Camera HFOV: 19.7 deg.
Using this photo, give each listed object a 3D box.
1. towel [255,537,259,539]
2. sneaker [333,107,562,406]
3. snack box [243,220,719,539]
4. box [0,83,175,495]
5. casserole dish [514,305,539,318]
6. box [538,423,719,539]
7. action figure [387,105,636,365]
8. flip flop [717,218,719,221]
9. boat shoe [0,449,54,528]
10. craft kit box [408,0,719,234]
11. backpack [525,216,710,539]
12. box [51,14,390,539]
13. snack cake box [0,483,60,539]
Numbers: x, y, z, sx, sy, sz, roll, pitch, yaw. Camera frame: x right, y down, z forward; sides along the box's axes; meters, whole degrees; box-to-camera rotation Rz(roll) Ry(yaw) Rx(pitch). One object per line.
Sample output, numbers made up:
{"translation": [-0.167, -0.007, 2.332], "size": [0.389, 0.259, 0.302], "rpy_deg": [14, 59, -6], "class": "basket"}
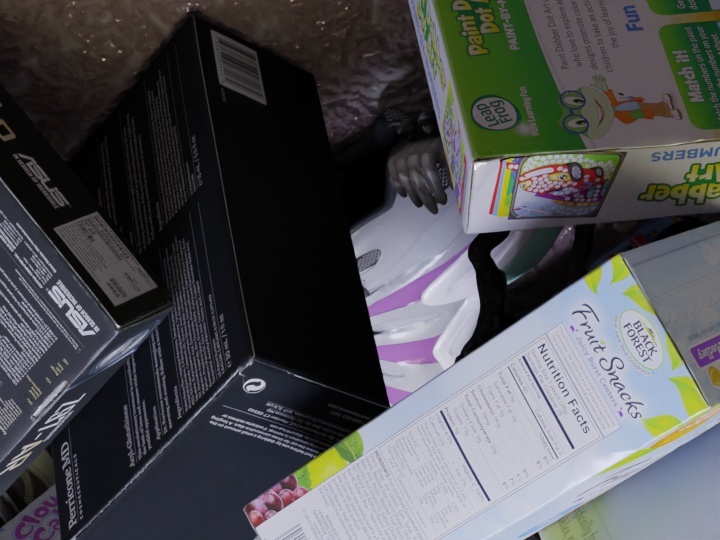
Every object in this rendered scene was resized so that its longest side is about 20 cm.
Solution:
{"translation": [0.015, 0.178, 1.222], "size": [0.170, 0.048, 0.200], "rpy_deg": [-26, 136, 11], "class": "towel"}
{"translation": [0.000, 0.000, 1.011], "size": [0.139, 0.078, 0.201], "rpy_deg": [13, 123, -22], "class": "sneaker"}
{"translation": [0.079, 0.056, 0.807], "size": [0.200, 0.068, 0.168], "rpy_deg": [-38, 168, 33], "class": "snack box"}
{"translation": [-0.193, -0.009, 0.878], "size": [0.160, 0.200, 0.043], "rpy_deg": [-46, 170, 31], "class": "box"}
{"translation": [0.107, 0.093, 1.121], "size": [0.120, 0.039, 0.201], "rpy_deg": [-14, 121, -9], "class": "casserole dish"}
{"translation": [0.198, 0.112, 0.853], "size": [0.200, 0.199, 0.131], "rpy_deg": [-44, 107, 8], "class": "box"}
{"translation": [0.080, -0.044, 0.900], "size": [0.118, 0.102, 0.202], "rpy_deg": [4, 111, 18], "class": "action figure"}
{"translation": [0.238, -0.014, 0.994], "size": [0.058, 0.200, 0.081], "rpy_deg": [-46, 104, -14], "class": "flip flop"}
{"translation": [-0.234, 0.093, 1.060], "size": [0.199, 0.065, 0.073], "rpy_deg": [30, 125, -35], "class": "boat shoe"}
{"translation": [0.120, -0.106, 0.823], "size": [0.196, 0.201, 0.049], "rpy_deg": [-3, 138, -9], "class": "craft kit box"}
{"translation": [0.171, 0.097, 1.023], "size": [0.182, 0.135, 0.200], "rpy_deg": [-43, 111, 6], "class": "backpack"}
{"translation": [-0.072, 0.013, 0.908], "size": [0.079, 0.201, 0.141], "rpy_deg": [24, 128, -35], "class": "box"}
{"translation": [-0.119, 0.198, 1.122], "size": [0.115, 0.067, 0.201], "rpy_deg": [-38, 133, -35], "class": "snack cake box"}
